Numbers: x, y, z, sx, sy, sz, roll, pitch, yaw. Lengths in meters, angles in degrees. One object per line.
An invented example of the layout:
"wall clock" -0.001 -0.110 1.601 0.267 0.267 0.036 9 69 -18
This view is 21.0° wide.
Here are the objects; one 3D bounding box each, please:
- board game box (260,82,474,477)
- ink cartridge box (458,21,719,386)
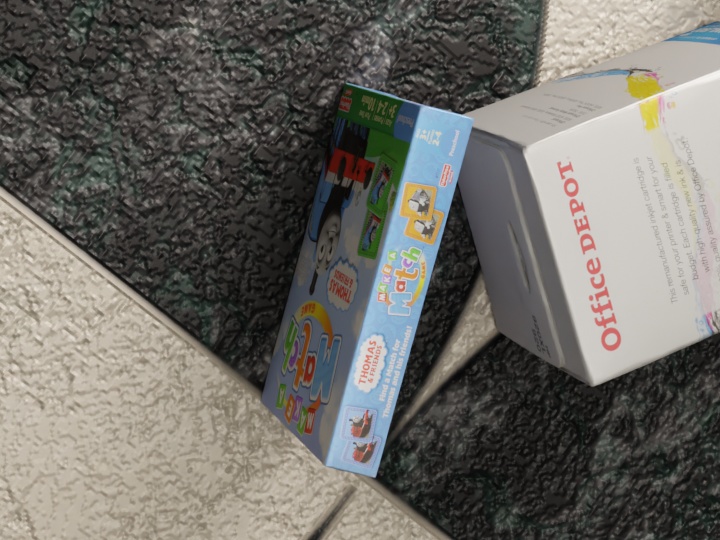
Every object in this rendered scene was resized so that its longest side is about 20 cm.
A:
"board game box" 0.000 0.000 1.107 0.036 0.151 0.202 12 96 -18
"ink cartridge box" 0.175 -0.047 1.157 0.199 0.145 0.148 -21 105 -13
